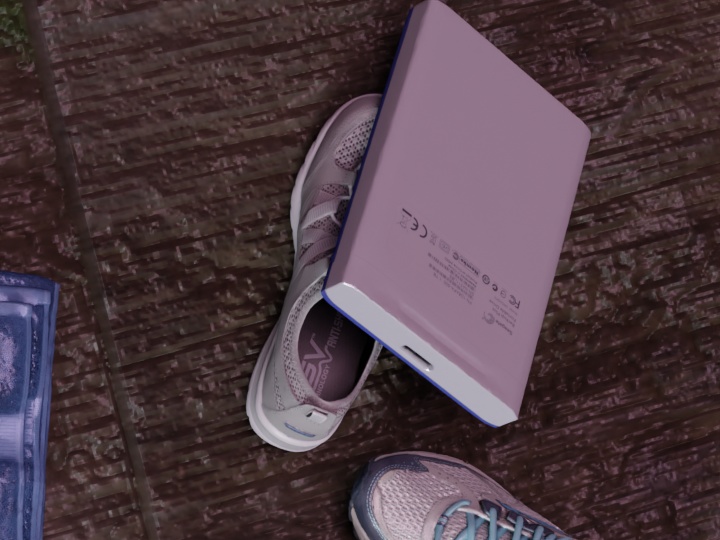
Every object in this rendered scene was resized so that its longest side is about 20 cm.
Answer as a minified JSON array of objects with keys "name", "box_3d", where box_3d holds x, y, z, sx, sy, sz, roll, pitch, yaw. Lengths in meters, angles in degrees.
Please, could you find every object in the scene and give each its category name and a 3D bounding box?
[{"name":"hard drive","box_3d":[0.055,-0.033,1.547,0.132,0.025,0.201,38,50,-26]},{"name":"sneaker","box_3d":[0.000,0.000,1.542,0.074,0.082,0.201,17,78,-18]},{"name":"sneaker","box_3d":[0.088,0.155,1.554,0.199,0.086,0.078,30,73,-15]},{"name":"towel","box_3d":[-0.215,0.098,1.467,0.111,0.049,0.201,6,81,-19]}]
